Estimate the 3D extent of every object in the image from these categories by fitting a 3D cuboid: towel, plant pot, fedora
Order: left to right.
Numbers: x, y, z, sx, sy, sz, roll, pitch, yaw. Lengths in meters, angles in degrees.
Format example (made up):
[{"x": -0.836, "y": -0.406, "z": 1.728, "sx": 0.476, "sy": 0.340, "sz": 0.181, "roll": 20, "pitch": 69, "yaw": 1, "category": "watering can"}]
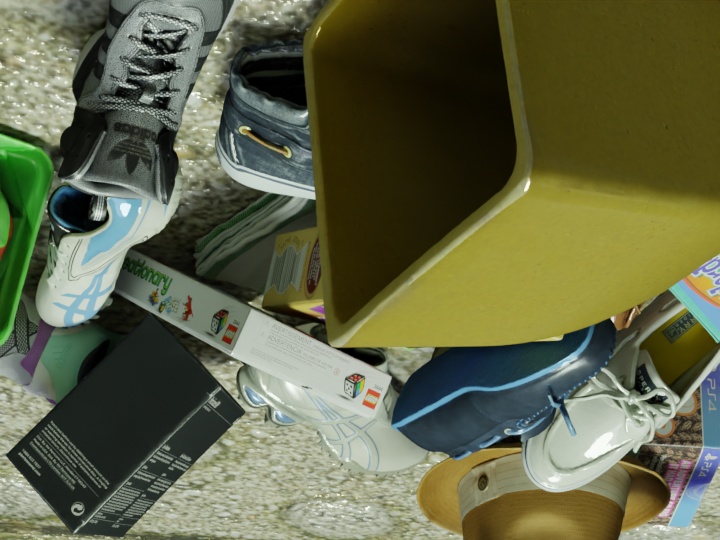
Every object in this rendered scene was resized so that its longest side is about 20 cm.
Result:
[{"x": 0.000, "y": 0.000, "z": 1.175, "sx": 0.198, "sy": 0.031, "sz": 0.149, "roll": 23, "pitch": 147, "yaw": -30, "category": "towel"}, {"x": 0.135, "y": 0.195, "z": 1.247, "sx": 0.198, "sy": 0.083, "sz": 0.201, "roll": 3, "pitch": 151, "yaw": 2, "category": "fedora"}, {"x": 0.104, "y": -0.072, "z": 0.877, "sx": 0.198, "sy": 0.197, "sz": 0.195, "roll": 9, "pitch": 151, "yaw": -28, "category": "plant pot"}]

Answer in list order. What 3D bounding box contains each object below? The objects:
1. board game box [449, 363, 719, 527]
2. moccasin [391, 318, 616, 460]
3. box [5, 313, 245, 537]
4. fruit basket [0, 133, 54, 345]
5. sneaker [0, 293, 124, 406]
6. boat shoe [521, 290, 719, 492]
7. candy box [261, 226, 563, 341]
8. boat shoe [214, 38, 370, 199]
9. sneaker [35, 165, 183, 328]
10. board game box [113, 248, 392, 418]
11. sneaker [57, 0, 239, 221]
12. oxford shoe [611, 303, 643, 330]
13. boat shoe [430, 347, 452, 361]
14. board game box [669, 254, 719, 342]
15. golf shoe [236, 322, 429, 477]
[{"x": 0.170, "y": 0.119, "z": 1.296, "sx": 0.197, "sy": 0.098, "sz": 0.160, "roll": 4, "pitch": 151, "yaw": 1, "category": "board game box"}, {"x": 0.101, "y": 0.070, "z": 1.071, "sx": 0.068, "sy": 0.081, "sz": 0.199, "roll": 37, "pitch": 148, "yaw": -18, "category": "moccasin"}, {"x": -0.164, "y": 0.118, "z": 1.227, "sx": 0.079, "sy": 0.141, "sz": 0.200, "roll": 47, "pitch": 174, "yaw": 8, "category": "box"}, {"x": -0.284, "y": -0.052, "z": 1.019, "sx": 0.213, "sy": 0.157, "sz": 0.216, "roll": 13, "pitch": 167, "yaw": 3, "category": "fruit basket"}, {"x": -0.252, "y": 0.052, "z": 1.274, "sx": 0.139, "sy": 0.078, "sz": 0.200, "roll": 26, "pitch": 165, "yaw": 4, "category": "sneaker"}, {"x": 0.190, "y": 0.077, "z": 1.128, "sx": 0.075, "sy": 0.202, "sz": 0.086, "roll": 49, "pitch": -176, "yaw": -3, "category": "boat shoe"}, {"x": 0.030, "y": 0.009, "z": 1.042, "sx": 0.115, "sy": 0.057, "sz": 0.199, "roll": 15, "pitch": 169, "yaw": -24, "category": "candy box"}, {"x": 0.014, "y": -0.079, "z": 0.988, "sx": 0.197, "sy": 0.072, "sz": 0.091, "roll": 7, "pitch": 151, "yaw": -5, "category": "boat shoe"}, {"x": -0.182, "y": -0.025, "z": 1.111, "sx": 0.072, "sy": 0.073, "sz": 0.200, "roll": 12, "pitch": 147, "yaw": -25, "category": "sneaker"}, {"x": -0.083, "y": 0.039, "z": 1.149, "sx": 0.126, "sy": 0.035, "sz": 0.199, "roll": 28, "pitch": 177, "yaw": -36, "category": "board game box"}, {"x": -0.115, "y": -0.103, "z": 0.917, "sx": 0.075, "sy": 0.115, "sz": 0.200, "roll": 13, "pitch": 150, "yaw": -17, "category": "sneaker"}, {"x": 0.181, "y": -0.002, "z": 1.106, "sx": 0.070, "sy": 0.072, "sz": 0.200, "roll": 14, "pitch": 148, "yaw": -14, "category": "oxford shoe"}, {"x": 0.110, "y": 0.022, "z": 1.111, "sx": 0.063, "sy": 0.073, "sz": 0.201, "roll": 38, "pitch": 136, "yaw": 1, "category": "boat shoe"}, {"x": 0.265, "y": -0.046, "z": 0.995, "sx": 0.199, "sy": 0.045, "sz": 0.152, "roll": -28, "pitch": 140, "yaw": 21, "category": "board game box"}, {"x": 0.000, "y": 0.100, "z": 1.314, "sx": 0.199, "sy": 0.079, "sz": 0.097, "roll": 27, "pitch": 138, "yaw": -36, "category": "golf shoe"}]
